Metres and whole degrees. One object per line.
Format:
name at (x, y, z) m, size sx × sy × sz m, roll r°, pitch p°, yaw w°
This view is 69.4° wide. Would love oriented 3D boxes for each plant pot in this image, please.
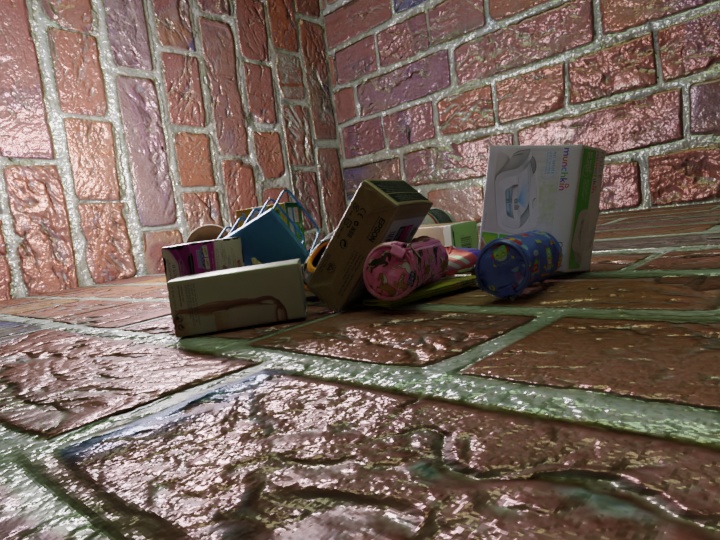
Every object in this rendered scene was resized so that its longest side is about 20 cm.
plant pot at (-0.572, -0.059, 2.003) m, size 0.184 × 0.190 × 0.200 m, roll -9°, pitch -8°, yaw -15°

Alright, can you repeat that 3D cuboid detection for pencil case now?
pencil case at (0.076, -0.008, 0.809) m, size 0.085 × 0.084 × 0.199 m, roll -11°, pitch 1°, yaw 24°
pencil case at (0.237, -0.011, 0.766) m, size 0.077 × 0.088 × 0.199 m, roll -9°, pitch 3°, yaw 35°

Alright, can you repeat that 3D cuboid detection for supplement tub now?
supplement tub at (0.178, -0.098, 1.417) m, size 0.139 × 0.143 × 0.199 m, roll -4°, pitch 7°, yaw 31°

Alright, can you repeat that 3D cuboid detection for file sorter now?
file sorter at (-0.207, -0.065, 1.139) m, size 0.198 × 0.139 × 0.123 m, roll -26°, pitch 28°, yaw 27°

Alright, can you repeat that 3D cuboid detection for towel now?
towel at (0.107, 0.035, 0.848) m, size 0.198 × 0.018 × 0.086 m, roll -12°, pitch 1°, yaw -30°

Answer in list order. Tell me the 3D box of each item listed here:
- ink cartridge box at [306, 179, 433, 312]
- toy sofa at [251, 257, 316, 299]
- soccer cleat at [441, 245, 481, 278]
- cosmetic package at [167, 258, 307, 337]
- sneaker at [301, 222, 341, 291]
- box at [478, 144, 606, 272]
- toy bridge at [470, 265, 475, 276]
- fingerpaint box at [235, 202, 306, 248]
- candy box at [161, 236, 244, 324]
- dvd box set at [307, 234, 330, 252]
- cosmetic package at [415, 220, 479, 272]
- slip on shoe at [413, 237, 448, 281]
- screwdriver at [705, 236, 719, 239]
ink cartridge box at (0.018, -0.044, 0.850) m, size 0.075 × 0.202 × 0.164 m, roll 37°, pitch 23°, yaw 17°
toy sofa at (-0.109, 0.019, 1.009) m, size 0.197 × 0.099 × 0.083 m, roll -10°, pitch -13°, yaw -9°
soccer cleat at (0.119, -0.018, 0.937) m, size 0.197 × 0.078 × 0.067 m, roll -15°, pitch 2°, yaw 19°
cosmetic package at (-0.187, 0.040, 0.819) m, size 0.197 × 0.089 × 0.103 m, roll -9°, pitch 4°, yaw -2°
sneaker at (-0.032, -0.044, 0.952) m, size 0.200 × 0.078 × 0.077 m, roll -49°, pitch -7°, yaw -17°
box at (0.311, -0.110, 0.901) m, size 0.096 × 0.203 × 0.175 m, roll -3°, pitch 12°, yaw -41°
toy bridge at (0.234, 0.001, 0.943) m, size 0.066 × 0.028 × 0.200 m, roll -7°, pitch 6°, yaw 12°
fingerpaint box at (-0.224, -0.064, 1.335) m, size 0.165 × 0.203 × 0.073 m, roll -5°, pitch 5°, yaw 30°
candy box at (-0.287, 0.012, 0.986) m, size 0.060 × 0.139 × 0.200 m, roll -5°, pitch 5°, yaw 14°
dvd box set at (-0.087, -0.029, 1.241) m, size 0.145 × 0.030 × 0.200 m, roll -35°, pitch -9°, yaw 14°
cosmetic package at (0.176, -0.052, 1.165) m, size 0.070 × 0.107 × 0.199 m, roll -10°, pitch 5°, yaw -26°
slip on shoe at (0.107, -0.038, 1.046) m, size 0.075 × 0.062 × 0.200 m, roll -2°, pitch 19°, yaw -30°
screwdriver at (0.715, -0.064, 0.900) m, size 0.198 × 0.028 × 0.029 m, roll 2°, pitch 40°, yaw 42°
